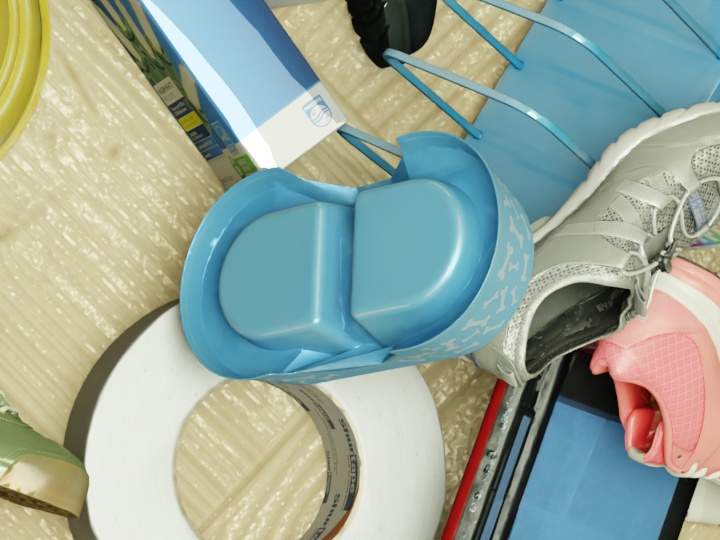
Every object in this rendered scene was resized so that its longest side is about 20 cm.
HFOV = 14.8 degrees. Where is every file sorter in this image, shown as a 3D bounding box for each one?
[{"bbox_3d":[0.103,-0.114,1.471,0.123,0.138,0.201,37,82,-46],"label":"file sorter"}]

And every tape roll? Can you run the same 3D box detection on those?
[{"bbox_3d":[-0.057,0.107,1.478,0.199,0.066,0.202,2,84,-16],"label":"tape roll"}]

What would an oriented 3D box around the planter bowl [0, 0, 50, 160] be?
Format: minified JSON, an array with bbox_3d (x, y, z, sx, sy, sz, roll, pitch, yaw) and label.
[{"bbox_3d":[-0.252,-0.132,1.429,0.199,0.083,0.202,1,86,-16],"label":"planter bowl"}]

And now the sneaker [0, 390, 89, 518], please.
[{"bbox_3d":[-0.223,0.053,1.413,0.199,0.067,0.090,19,77,5],"label":"sneaker"}]

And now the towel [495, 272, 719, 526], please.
[{"bbox_3d":[0.171,0.068,1.574,0.199,0.023,0.145,9,85,-14],"label":"towel"}]

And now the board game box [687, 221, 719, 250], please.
[{"bbox_3d":[0.209,-0.079,1.503,0.034,0.200,0.135,27,78,-19],"label":"board game box"}]

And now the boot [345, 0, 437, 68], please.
[{"bbox_3d":[0.065,-0.223,1.536,0.167,0.076,0.201,-10,84,-15],"label":"boot"}]

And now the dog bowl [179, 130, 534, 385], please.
[{"bbox_3d":[0.000,0.000,1.381,0.049,0.199,0.112,25,60,-49],"label":"dog bowl"}]

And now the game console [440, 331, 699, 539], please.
[{"bbox_3d":[0.109,0.145,1.482,0.118,0.172,0.201,19,88,7],"label":"game console"}]

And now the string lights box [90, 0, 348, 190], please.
[{"bbox_3d":[-0.095,-0.140,1.467,0.059,0.103,0.200,-37,96,-13],"label":"string lights box"}]

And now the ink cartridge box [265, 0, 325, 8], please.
[{"bbox_3d":[-0.029,-0.209,1.442,0.067,0.200,0.116,-9,88,-17],"label":"ink cartridge box"}]

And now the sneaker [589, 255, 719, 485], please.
[{"bbox_3d":[0.176,0.082,1.484,0.087,0.074,0.200,-48,127,-21],"label":"sneaker"}]

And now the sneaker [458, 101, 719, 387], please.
[{"bbox_3d":[0.134,-0.005,1.389,0.200,0.082,0.075,-37,132,-5],"label":"sneaker"}]
